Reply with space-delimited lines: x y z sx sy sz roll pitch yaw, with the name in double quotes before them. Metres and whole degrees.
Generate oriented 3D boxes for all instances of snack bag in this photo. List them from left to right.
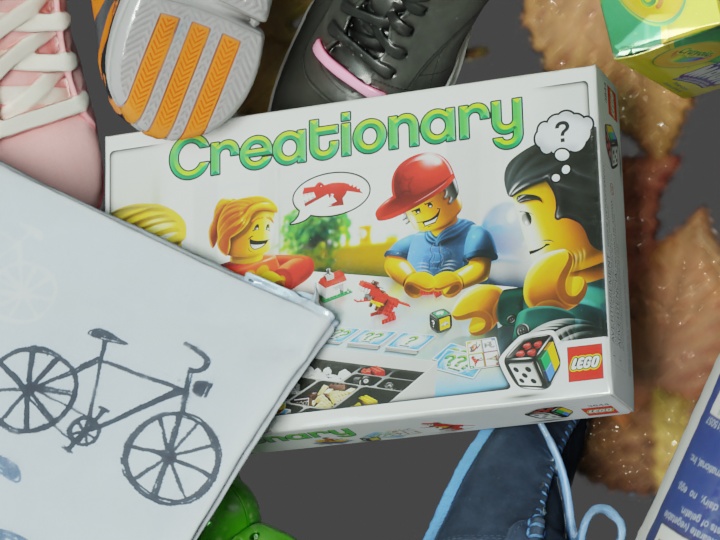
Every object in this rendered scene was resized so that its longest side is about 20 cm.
"snack bag" -0.133 0.058 1.009 0.188 0.021 0.200 24 70 22

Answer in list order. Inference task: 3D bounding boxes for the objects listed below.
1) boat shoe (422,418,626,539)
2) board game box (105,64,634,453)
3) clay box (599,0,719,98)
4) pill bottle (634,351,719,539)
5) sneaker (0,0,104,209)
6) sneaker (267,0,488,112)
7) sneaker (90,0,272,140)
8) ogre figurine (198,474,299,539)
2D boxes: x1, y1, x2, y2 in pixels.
"boat shoe" 0.053 0.127 1.000 0.068 0.084 0.200 15 52 15
"board game box" 0.000 0.000 1.029 0.199 0.035 0.127 -8 72 18
"clay box" 0.109 -0.145 1.015 0.047 0.115 0.201 -15 81 18
"pill bottle" 0.151 0.115 0.984 0.111 0.111 0.200 25 94 19
"sneaker" -0.147 -0.109 1.090 0.105 0.075 0.201 -23 88 61
"sneaker" 0.013 -0.114 1.054 0.071 0.099 0.200 39 101 15
"sneaker" -0.058 -0.155 1.051 0.077 0.112 0.200 24 100 -24
"ogre figurine" -0.047 0.157 1.056 0.120 0.098 0.200 -51 55 18
